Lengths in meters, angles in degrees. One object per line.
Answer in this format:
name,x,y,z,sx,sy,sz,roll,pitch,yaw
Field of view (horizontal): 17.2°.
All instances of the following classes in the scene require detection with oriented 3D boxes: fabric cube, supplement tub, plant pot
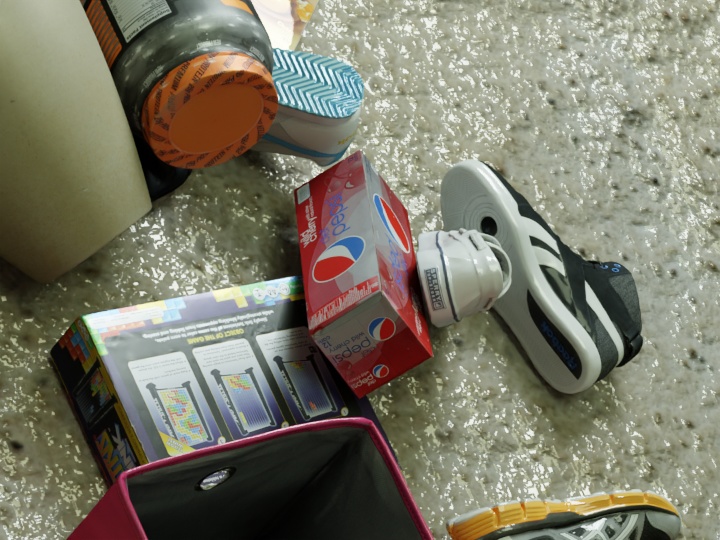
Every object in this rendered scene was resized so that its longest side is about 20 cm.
fabric cube,-0.071,0.233,1.442,0.196,0.199,0.200,-10,64,-38
supplement tub,-0.137,-0.176,1.693,0.122,0.123,0.200,0,48,-35
plant pot,-0.234,-0.098,1.611,0.200,0.187,0.187,55,44,-8

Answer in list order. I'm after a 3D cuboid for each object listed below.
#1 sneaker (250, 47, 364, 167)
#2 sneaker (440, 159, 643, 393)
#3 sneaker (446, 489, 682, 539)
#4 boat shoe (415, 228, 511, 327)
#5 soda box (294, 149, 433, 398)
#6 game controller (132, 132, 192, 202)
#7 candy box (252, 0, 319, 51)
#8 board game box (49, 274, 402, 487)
sneaker,-0.097,-0.135,1.792,0.199,0.081,0.077,22,55,8
sneaker,0.147,-0.005,1.870,0.112,0.073,0.200,-24,82,-47
sneaker,0.150,0.203,1.715,0.199,0.078,0.078,-3,73,-32
boat shoe,0.079,0.005,1.744,0.200,0.065,0.074,-77,154,-82
soda box,0.000,0.000,1.703,0.070,0.063,0.200,52,16,-29
game controller,-0.209,-0.130,1.740,0.104,0.042,0.200,-32,79,-30
candy box,-0.131,-0.238,1.855,0.200,0.055,0.116,33,45,-9
board game box,-0.090,0.097,1.632,0.200,0.057,0.166,-10,66,-40
